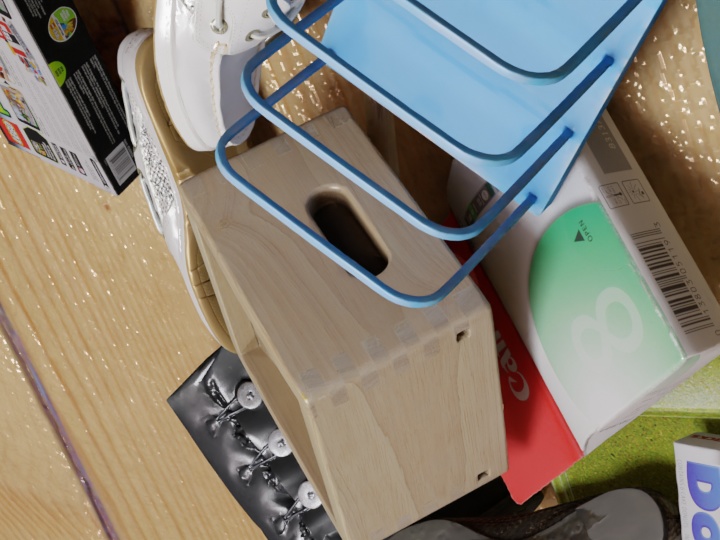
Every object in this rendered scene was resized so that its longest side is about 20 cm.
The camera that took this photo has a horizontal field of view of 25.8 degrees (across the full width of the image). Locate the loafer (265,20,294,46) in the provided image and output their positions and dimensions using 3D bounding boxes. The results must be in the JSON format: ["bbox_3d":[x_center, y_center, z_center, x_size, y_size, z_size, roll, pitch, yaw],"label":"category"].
[{"bbox_3d":[-0.048,-0.177,0.791,0.075,0.070,0.201,10,135,-14],"label":"loafer"}]

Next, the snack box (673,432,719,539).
[{"bbox_3d":[0.202,0.184,0.797,0.072,0.024,0.201,5,106,50],"label":"snack box"}]

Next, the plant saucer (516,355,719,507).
[{"bbox_3d":[0.181,0.121,0.868,0.199,0.048,0.201,-2,119,38],"label":"plant saucer"}]

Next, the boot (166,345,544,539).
[{"bbox_3d":[-0.006,0.110,0.984,0.164,0.066,0.200,-36,72,5],"label":"boot"}]

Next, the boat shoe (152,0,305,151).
[{"bbox_3d":[-0.054,-0.138,0.736,0.069,0.071,0.201,13,131,13],"label":"boat shoe"}]

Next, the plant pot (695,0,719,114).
[{"bbox_3d":[0.233,-0.070,0.630,0.141,0.141,0.201,-27,95,45],"label":"plant pot"}]

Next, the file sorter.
[{"bbox_3d":[0.036,-0.104,0.668,0.138,0.123,0.200,36,137,10],"label":"file sorter"}]

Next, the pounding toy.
[{"bbox_3d":[0.000,0.000,0.835,0.200,0.142,0.185,57,167,36],"label":"pounding toy"}]

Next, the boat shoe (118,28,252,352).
[{"bbox_3d":[-0.093,-0.050,0.931,0.069,0.071,0.201,21,130,57],"label":"boat shoe"}]

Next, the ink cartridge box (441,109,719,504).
[{"bbox_3d":[0.086,0.019,0.825,0.200,0.050,0.162,-46,64,45],"label":"ink cartridge box"}]

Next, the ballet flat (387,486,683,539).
[{"bbox_3d":[0.091,0.160,0.877,0.199,0.046,0.068,-22,69,32],"label":"ballet flat"}]

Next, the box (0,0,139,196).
[{"bbox_3d":[-0.202,-0.138,0.920,0.110,0.035,0.201,25,152,34],"label":"box"}]
